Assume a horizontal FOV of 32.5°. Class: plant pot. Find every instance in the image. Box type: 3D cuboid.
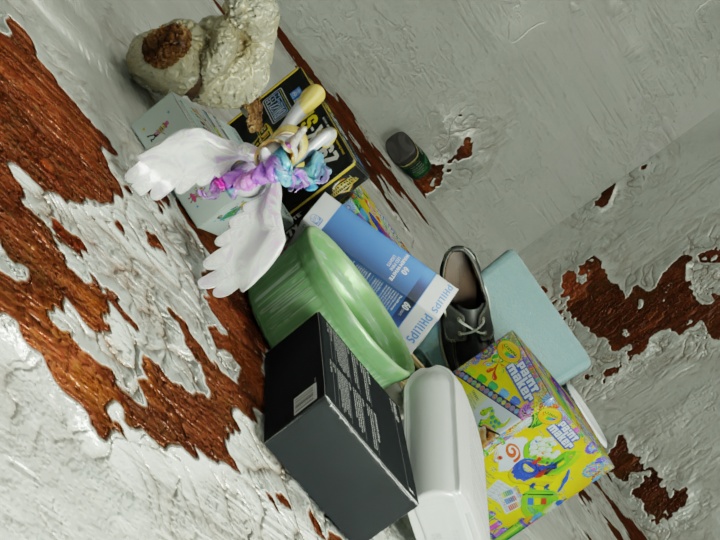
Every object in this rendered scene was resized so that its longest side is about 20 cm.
[{"bbox_3d":[0.155,0.126,1.721,0.197,0.199,0.196,56,-33,7],"label":"plant pot"}]

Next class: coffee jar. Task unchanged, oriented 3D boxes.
[{"bbox_3d":[0.148,-0.357,3.840,0.105,0.085,0.200,58,10,19],"label":"coffee jar"}]

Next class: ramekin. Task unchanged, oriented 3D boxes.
[{"bbox_3d":[-0.036,0.060,1.365,0.201,0.097,0.200,53,9,-13],"label":"ramekin"}]

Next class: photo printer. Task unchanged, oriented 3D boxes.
[{"bbox_3d":[0.091,0.213,1.313,0.201,0.069,0.167,-88,163,-50],"label":"photo printer"}]

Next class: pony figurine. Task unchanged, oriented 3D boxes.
[{"bbox_3d":[-0.108,-0.097,1.223,0.167,0.193,0.200,50,19,-8],"label":"pony figurine"}]

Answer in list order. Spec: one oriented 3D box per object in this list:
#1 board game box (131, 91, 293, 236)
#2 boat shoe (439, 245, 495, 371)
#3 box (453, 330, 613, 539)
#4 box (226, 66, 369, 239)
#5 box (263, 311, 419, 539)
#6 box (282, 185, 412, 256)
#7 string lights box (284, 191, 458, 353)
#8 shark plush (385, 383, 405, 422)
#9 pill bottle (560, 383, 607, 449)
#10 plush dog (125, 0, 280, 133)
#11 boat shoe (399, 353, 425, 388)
[{"bbox_3d":[-0.165,-0.110,1.430,0.148,0.064,0.200,56,8,14],"label":"board game box"},{"bbox_3d":[0.137,0.067,1.604,0.068,0.071,0.202,90,-7,-82],"label":"boat shoe"},{"bbox_3d":[0.179,0.217,1.551,0.200,0.192,0.122,46,12,-43],"label":"box"},{"bbox_3d":[-0.095,-0.150,1.626,0.049,0.159,0.201,43,15,-52],"label":"box"},{"bbox_3d":[-0.022,0.147,1.184,0.141,0.079,0.200,48,10,-17],"label":"box"},{"bbox_3d":[0.000,0.000,1.691,0.201,0.122,0.193,54,9,-10],"label":"box"},{"bbox_3d":[0.007,0.008,1.498,0.199,0.103,0.059,36,52,1],"label":"string lights box"},{"bbox_3d":[0.020,0.174,1.463,0.200,0.090,0.084,19,-51,70],"label":"shark plush"},{"bbox_3d":[0.232,0.251,1.716,0.107,0.199,0.106,54,11,-15],"label":"pill bottle"},{"bbox_3d":[-0.201,-0.251,1.506,0.200,0.170,0.162,172,-82,-67],"label":"plush dog"},{"bbox_3d":[0.015,0.082,1.565,0.200,0.066,0.074,49,39,-15],"label":"boat shoe"}]
